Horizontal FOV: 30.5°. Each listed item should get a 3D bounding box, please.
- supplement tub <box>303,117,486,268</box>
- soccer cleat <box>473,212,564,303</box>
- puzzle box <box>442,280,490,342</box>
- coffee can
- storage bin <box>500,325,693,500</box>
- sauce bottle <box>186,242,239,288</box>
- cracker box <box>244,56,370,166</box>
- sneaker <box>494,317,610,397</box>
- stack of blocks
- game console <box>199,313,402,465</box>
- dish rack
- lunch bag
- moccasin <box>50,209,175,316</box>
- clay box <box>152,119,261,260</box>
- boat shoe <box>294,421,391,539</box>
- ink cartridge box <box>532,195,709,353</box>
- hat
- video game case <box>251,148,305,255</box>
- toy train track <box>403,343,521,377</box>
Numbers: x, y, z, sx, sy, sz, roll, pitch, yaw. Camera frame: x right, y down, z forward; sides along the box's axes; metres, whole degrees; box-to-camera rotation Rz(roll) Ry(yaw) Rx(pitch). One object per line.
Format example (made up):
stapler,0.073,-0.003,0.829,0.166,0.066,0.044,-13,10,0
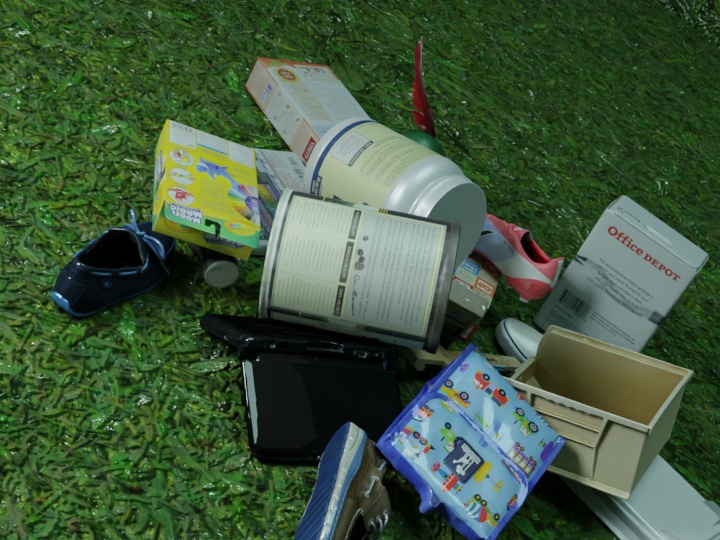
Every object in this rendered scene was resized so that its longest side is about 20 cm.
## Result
supplement tub,0.042,-0.090,1.624,0.199,0.146,0.144,32,25,36
soccer cleat,0.177,-0.043,1.708,0.200,0.077,0.066,43,32,21
puzzle box,0.049,0.015,1.588,0.199,0.133,0.026,29,70,-2
coffee can,0.000,0.000,1.450,0.198,0.147,0.147,12,31,1
storage bin,0.258,0.156,1.531,0.197,0.095,0.200,18,22,22
sauce bottle,-0.180,-0.058,1.546,0.064,0.065,0.201,13,36,-27
cracker box,-0.062,-0.223,1.901,0.133,0.058,0.200,1,41,-41
sneaker,0.264,0.116,1.674,0.199,0.071,0.073,37,30,11
stack of blocks,0.123,-0.004,1.738,0.115,0.059,0.200,30,30,0
game console,-0.063,0.126,1.420,0.199,0.118,0.175,8,7,-35
dish rack,0.340,0.265,1.549,0.200,0.044,0.171,45,33,24
lunch bag,0.104,0.196,1.383,0.151,0.094,0.200,46,37,2
moccasin,-0.249,-0.012,1.408,0.080,0.068,0.200,33,30,4
clay box,-0.173,-0.085,1.481,0.114,0.048,0.201,18,33,-19
boat shoe,-0.008,0.226,1.268,0.072,0.072,0.201,35,33,-10
ink cartridge box,0.346,0.024,1.755,0.146,0.201,0.083,37,30,11
hat,0.104,-0.164,1.789,0.199,0.176,0.167,24,51,-28
video game case,-0.116,-0.089,1.691,0.181,0.023,0.201,2,42,-40
toy train track,0.123,0.117,1.592,0.199,0.033,0.115,8,29,-44
